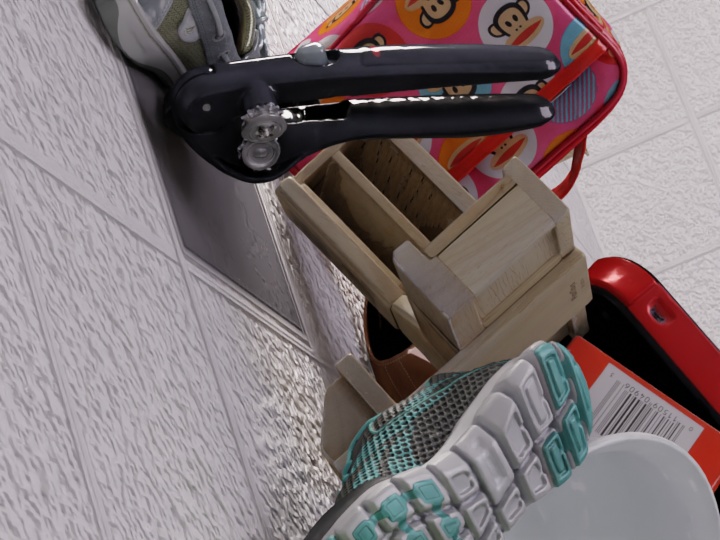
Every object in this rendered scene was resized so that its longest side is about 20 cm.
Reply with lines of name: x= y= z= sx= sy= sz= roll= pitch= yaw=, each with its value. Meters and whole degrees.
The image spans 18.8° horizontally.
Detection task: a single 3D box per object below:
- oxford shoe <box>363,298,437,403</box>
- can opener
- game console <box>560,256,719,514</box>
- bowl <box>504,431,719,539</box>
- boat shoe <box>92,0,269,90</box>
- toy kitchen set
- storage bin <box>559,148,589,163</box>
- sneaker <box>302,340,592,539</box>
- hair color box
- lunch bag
oxford shoe: x=0.032 y=0.012 z=1.362 sx=0.071 sy=0.071 sz=0.200 roll=54 pitch=17 yaw=-31
can opener: x=0.002 y=-0.088 z=1.073 sx=0.079 sy=0.199 sz=0.064 roll=-104 pitch=-170 yaw=-47
game console: x=0.175 y=0.098 z=1.248 sx=0.200 sy=0.031 sz=0.177 roll=50 pitch=-26 yaw=10
bowl: x=0.084 y=0.164 z=1.098 sx=0.090 sy=0.201 sz=0.201 roll=22 pitch=-27 yaw=45
boat shoe: x=-0.079 y=-0.131 z=1.112 sx=0.202 sy=0.065 sz=0.075 roll=33 pitch=36 yaw=-72
toy kitchen set: x=0.000 y=0.000 z=1.140 sx=0.180 sy=0.163 sz=0.200 roll=46 pitch=-7 yaw=19
storage bin: x=0.160 y=-0.214 z=2.401 sx=0.199 sy=0.093 sz=0.201 roll=28 pitch=40 yaw=-72
sneaker: x=0.021 y=0.105 z=0.987 sx=0.200 sy=0.091 sz=0.078 roll=-37 pitch=112 yaw=-39
hair color box: x=0.129 y=0.134 z=1.241 sx=0.111 sy=0.064 sz=0.200 roll=34 pitch=-29 yaw=11
lunch bag: x=0.057 y=-0.101 z=1.306 sx=0.176 sy=0.200 sz=0.082 roll=44 pitch=16 yaw=-14
